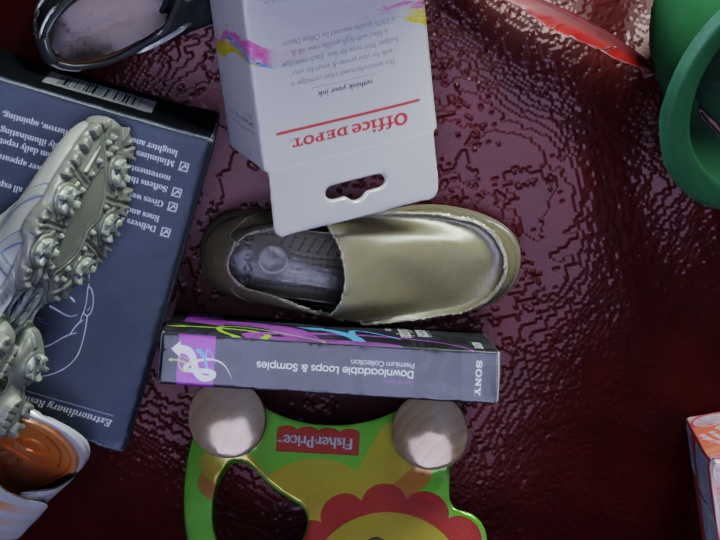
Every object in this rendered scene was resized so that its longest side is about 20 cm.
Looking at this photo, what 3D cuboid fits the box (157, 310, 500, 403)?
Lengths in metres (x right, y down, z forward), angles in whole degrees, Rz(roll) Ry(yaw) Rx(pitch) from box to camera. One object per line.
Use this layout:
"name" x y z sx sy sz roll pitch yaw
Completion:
"box" -0.019 0.051 1.505 0.199 0.143 0.036 5 93 -2

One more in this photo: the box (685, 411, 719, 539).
"box" 0.267 0.191 1.558 0.094 0.103 0.201 -9 101 2

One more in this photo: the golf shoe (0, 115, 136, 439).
"golf shoe" -0.205 -0.007 1.419 0.097 0.078 0.201 24 81 29

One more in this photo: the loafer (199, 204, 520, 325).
"loafer" 0.000 0.000 1.532 0.199 0.067 0.076 -2 102 0

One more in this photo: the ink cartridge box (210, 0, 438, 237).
"ink cartridge box" -0.023 -0.133 1.478 0.117 0.067 0.201 -14 113 -20

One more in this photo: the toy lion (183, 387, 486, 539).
"toy lion" -0.010 0.169 1.521 0.199 0.069 0.193 4 82 1

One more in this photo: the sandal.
"sandal" -0.232 0.137 1.507 0.079 0.206 0.059 28 56 -21

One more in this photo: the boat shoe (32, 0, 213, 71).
"boat shoe" -0.104 -0.175 1.496 0.199 0.068 0.072 -27 99 2

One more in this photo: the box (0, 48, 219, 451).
"box" -0.182 -0.014 1.508 0.148 0.107 0.201 17 101 -4

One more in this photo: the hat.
"hat" 0.199 -0.154 1.528 0.166 0.176 0.200 -51 136 7
